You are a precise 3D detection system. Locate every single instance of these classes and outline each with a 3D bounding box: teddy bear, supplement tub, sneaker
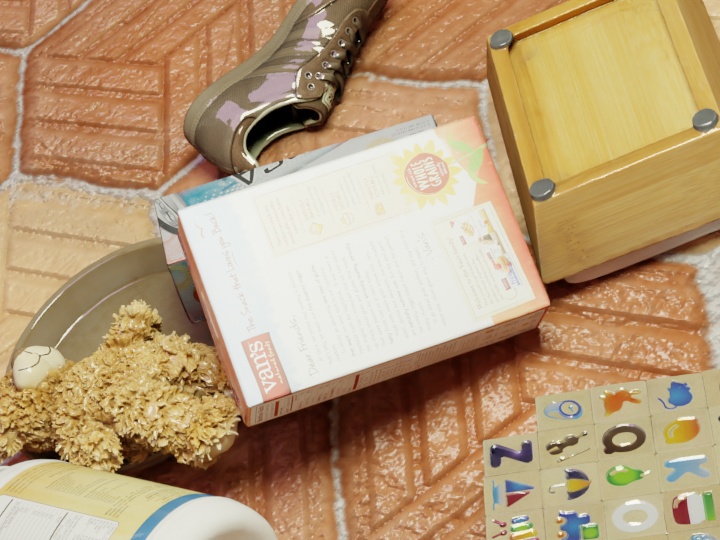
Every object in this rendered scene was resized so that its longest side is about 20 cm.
[{"bbox_3d":[-0.155,0.077,1.368,0.200,0.067,0.145,13,58,35],"label":"teddy bear"},{"bbox_3d":[-0.159,0.191,1.255,0.200,0.145,0.145,8,57,35],"label":"supplement tub"},{"bbox_3d":[-0.035,-0.143,1.549,0.200,0.070,0.076,-45,64,-8],"label":"sneaker"}]

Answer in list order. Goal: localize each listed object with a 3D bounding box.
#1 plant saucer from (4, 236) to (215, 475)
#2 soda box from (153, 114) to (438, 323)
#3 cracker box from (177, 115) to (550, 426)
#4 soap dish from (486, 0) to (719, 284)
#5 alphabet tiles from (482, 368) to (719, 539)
[{"bbox_3d":[-0.152,0.061,1.449,0.200,0.029,0.200,-16,47,18],"label":"plant saucer"},{"bbox_3d":[-0.032,-0.034,1.415,0.200,0.064,0.068,-17,45,0],"label":"soda box"},{"bbox_3d":[0.000,0.000,1.319,0.200,0.058,0.134,-18,75,-10],"label":"cracker box"},{"bbox_3d":[0.166,-0.100,1.373,0.157,0.081,0.200,-22,46,11],"label":"soap dish"},{"bbox_3d":[0.168,0.115,1.194,0.200,0.006,0.167,-9,35,7],"label":"alphabet tiles"}]
